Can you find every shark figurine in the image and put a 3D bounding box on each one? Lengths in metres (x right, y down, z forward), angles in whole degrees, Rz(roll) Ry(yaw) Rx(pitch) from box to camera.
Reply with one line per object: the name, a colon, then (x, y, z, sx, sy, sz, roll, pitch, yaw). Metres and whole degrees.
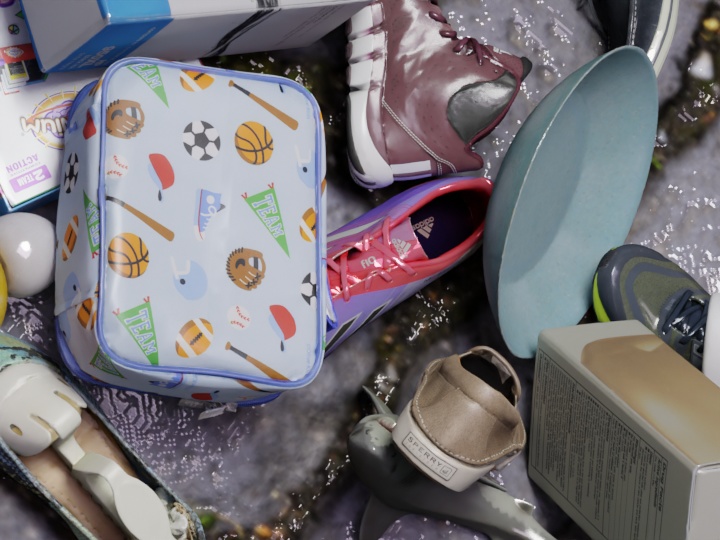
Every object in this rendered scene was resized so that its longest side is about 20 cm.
shark figurine: (0.047, 0.149, 1.557, 0.214, 0.128, 0.090, 35, 92, -29)

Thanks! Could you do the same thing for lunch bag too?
lunch bag: (-0.091, -0.017, 1.487, 0.160, 0.076, 0.201, 8, 74, -26)

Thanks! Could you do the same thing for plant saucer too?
plant saucer: (0.119, -0.046, 1.580, 0.039, 0.201, 0.201, 23, 65, 24)

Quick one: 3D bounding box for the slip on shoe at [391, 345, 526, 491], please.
slip on shoe: (0.067, 0.074, 1.507, 0.076, 0.200, 0.061, 39, 102, 8)

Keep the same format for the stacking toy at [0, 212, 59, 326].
stacking toy: (-0.249, 0.017, 1.447, 0.200, 0.146, 0.146, -26, 87, -40)

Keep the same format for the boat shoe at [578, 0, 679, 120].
boat shoe: (0.171, -0.190, 1.677, 0.062, 0.075, 0.201, 12, 70, -10)

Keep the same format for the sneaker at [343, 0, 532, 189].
sneaker: (0.047, -0.150, 1.601, 0.115, 0.076, 0.201, -1, 85, 2)

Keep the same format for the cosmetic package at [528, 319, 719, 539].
cosmetic package: (0.174, 0.114, 1.521, 0.071, 0.200, 0.106, -6, 115, -21)

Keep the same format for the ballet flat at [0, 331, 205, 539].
ballet flat: (-0.159, 0.104, 1.479, 0.200, 0.074, 0.074, 45, 66, -5)

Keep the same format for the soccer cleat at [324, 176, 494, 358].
soccer cleat: (0.000, 0.000, 1.561, 0.200, 0.073, 0.068, -31, 90, -25)

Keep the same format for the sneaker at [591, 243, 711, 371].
sneaker: (0.233, 0.049, 1.635, 0.200, 0.081, 0.074, 37, 67, -9)

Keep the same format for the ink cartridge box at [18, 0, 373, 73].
ink cartridge box: (-0.105, -0.202, 1.520, 0.200, 0.084, 0.145, -9, 77, -39)

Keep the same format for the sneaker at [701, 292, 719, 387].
sneaker: (0.259, 0.111, 1.571, 0.111, 0.201, 0.073, 5, 29, 12)

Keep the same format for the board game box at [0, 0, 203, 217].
board game box: (-0.191, -0.147, 1.541, 0.153, 0.040, 0.200, -25, 87, -24)
